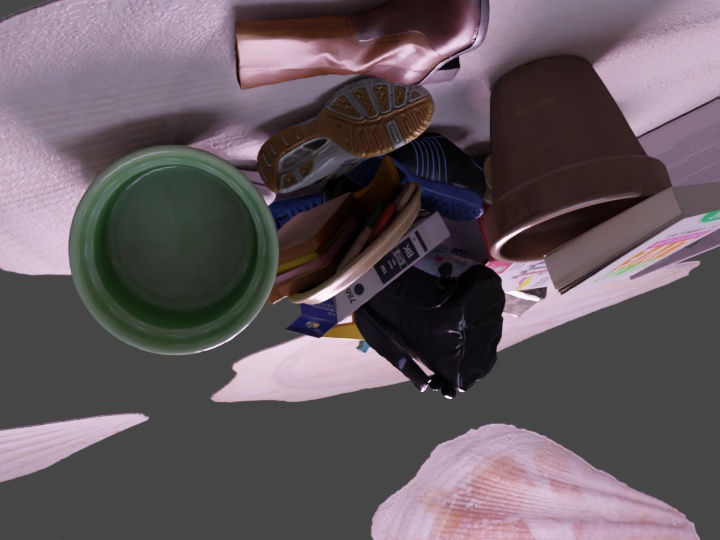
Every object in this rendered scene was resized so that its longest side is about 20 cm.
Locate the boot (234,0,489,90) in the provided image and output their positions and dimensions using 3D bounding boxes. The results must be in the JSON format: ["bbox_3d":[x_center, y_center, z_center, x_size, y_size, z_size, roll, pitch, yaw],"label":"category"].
[{"bbox_3d":[-0.005,-0.206,0.849,0.198,0.069,0.188,-3,171,-12],"label":"boot"}]

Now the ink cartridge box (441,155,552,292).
[{"bbox_3d":[0.200,-0.061,1.364,0.198,0.146,0.145,-8,161,-24],"label":"ink cartridge box"}]

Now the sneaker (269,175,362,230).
[{"bbox_3d":[-0.056,-0.068,1.236,0.198,0.078,0.111,-9,166,-18],"label":"sneaker"}]

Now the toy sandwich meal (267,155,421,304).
[{"bbox_3d":[-0.023,-0.043,1.103,0.205,0.070,0.205,-40,-167,11],"label":"toy sandwich meal"}]

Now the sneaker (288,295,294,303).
[{"bbox_3d":[-0.111,0.010,1.408,0.199,0.110,0.070,-23,163,31],"label":"sneaker"}]

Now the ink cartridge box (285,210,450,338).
[{"bbox_3d":[0.000,0.000,1.177,0.200,0.039,0.099,-39,-160,-22],"label":"ink cartridge box"}]

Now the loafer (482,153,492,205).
[{"bbox_3d":[0.226,-0.136,1.272,0.198,0.077,0.067,-20,167,-19],"label":"loafer"}]

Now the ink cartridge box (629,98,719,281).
[{"bbox_3d":[0.419,-0.102,1.363,0.199,0.178,0.044,-26,162,40],"label":"ink cartridge box"}]

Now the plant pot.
[{"bbox_3d":[0.208,-0.121,1.092,0.198,0.176,0.200,-14,166,-4],"label":"plant pot"}]

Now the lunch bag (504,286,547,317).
[{"bbox_3d":[0.174,-0.020,1.538,0.198,0.119,0.164,18,167,0],"label":"lunch bag"}]

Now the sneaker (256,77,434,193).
[{"bbox_3d":[-0.010,-0.141,1.055,0.198,0.076,0.088,-19,-179,25],"label":"sneaker"}]

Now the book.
[{"bbox_3d":[0.301,-0.038,1.067,0.132,0.049,0.200,-10,164,-30],"label":"book"}]

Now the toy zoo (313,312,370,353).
[{"bbox_3d":[-0.002,0.009,1.352,0.130,0.202,0.020,-7,-170,-25],"label":"toy zoo"}]

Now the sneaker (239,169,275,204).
[{"bbox_3d":[-0.180,-0.043,1.141,0.198,0.115,0.073,-10,164,-21],"label":"sneaker"}]

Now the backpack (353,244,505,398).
[{"bbox_3d":[0.079,0.040,1.272,0.126,0.169,0.199,-13,-152,-40],"label":"backpack"}]

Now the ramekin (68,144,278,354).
[{"bbox_3d":[-0.181,-0.026,1.033,0.198,0.202,0.098,-13,-168,-3],"label":"ramekin"}]

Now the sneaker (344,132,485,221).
[{"bbox_3d":[0.058,-0.123,1.178,0.199,0.079,0.070,21,151,-29],"label":"sneaker"}]
